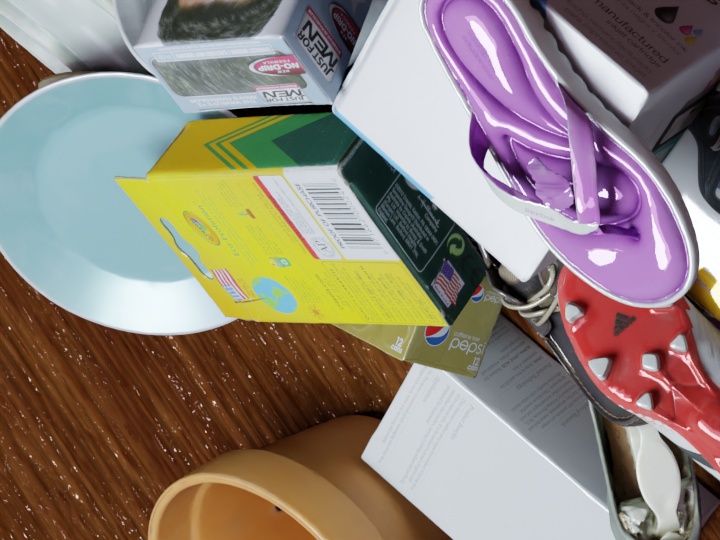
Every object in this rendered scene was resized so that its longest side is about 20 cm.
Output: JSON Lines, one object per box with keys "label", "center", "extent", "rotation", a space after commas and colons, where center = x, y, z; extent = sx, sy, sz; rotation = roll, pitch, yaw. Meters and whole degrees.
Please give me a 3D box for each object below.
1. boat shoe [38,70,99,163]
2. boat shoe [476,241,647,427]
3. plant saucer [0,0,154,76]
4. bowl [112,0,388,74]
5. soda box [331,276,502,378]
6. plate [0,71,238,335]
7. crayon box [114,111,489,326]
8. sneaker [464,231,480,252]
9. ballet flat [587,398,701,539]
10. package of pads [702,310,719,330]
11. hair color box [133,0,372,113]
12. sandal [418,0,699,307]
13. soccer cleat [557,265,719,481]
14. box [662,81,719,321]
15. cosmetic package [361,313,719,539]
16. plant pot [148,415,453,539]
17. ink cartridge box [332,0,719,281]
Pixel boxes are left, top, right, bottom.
{"label": "boat shoe", "center": [-0.126, -0.066, 1.647], "extent": [0.073, 0.200, 0.063], "rotation": [-9, 63, 42]}
{"label": "boat shoe", "center": [0.103, 0.003, 1.457], "extent": [0.074, 0.073, 0.200], "rotation": [-42, 71, 36]}
{"label": "plant saucer", "center": [-0.189, -0.158, 1.655], "extent": [0.200, 0.050, 0.200], "rotation": [39, 175, 4]}
{"label": "bowl", "center": [-0.043, -0.180, 1.552], "extent": [0.201, 0.201, 0.090], "rotation": [10, 163, 35]}
{"label": "soda box", "center": [0.000, 0.000, 1.606], "extent": [0.200, 0.064, 0.068], "rotation": [26, 98, 48]}
{"label": "plate", "center": [-0.135, -0.044, 1.598], "extent": [0.200, 0.026, 0.201], "rotation": [5, 129, 6]}
{"label": "crayon box", "center": [-0.037, -0.029, 1.507], "extent": [0.200, 0.051, 0.127], "rotation": [1, 136, 46]}
{"label": "sneaker", "center": [0.085, -0.070, 1.546], "extent": [0.200, 0.075, 0.115], "rotation": [18, 126, 35]}
{"label": "ballet flat", "center": [0.165, 0.076, 1.530], "extent": [0.067, 0.064, 0.201], "rotation": [-11, 81, 0]}
{"label": "package of pads", "center": [0.272, 0.042, 1.431], "extent": [0.154, 0.068, 0.200], "rotation": [39, 115, 15]}
{"label": "hair color box", "center": [-0.039, -0.184, 1.431], "extent": [0.099, 0.200, 0.061], "rotation": [-2, 145, 32]}
{"label": "sandal", "center": [0.087, -0.060, 1.291], "extent": [0.203, 0.050, 0.082], "rotation": [53, 132, 3]}
{"label": "soccer cleat", "center": [0.183, 0.066, 1.397], "extent": [0.200, 0.085, 0.069], "rotation": [43, 95, 16]}
{"label": "box", "center": [0.237, -0.062, 1.371], "extent": [0.119, 0.041, 0.200], "rotation": [42, 113, 17]}
{"label": "cosmetic package", "center": [0.111, 0.131, 1.632], "extent": [0.200, 0.081, 0.113], "rotation": [41, 132, 13]}
{"label": "plant pot", "center": [-0.021, 0.186, 1.716], "extent": [0.200, 0.140, 0.200], "rotation": [24, 132, 29]}
{"label": "ink cartridge box", "center": [0.118, -0.122, 1.406], "extent": [0.147, 0.200, 0.146], "rotation": [42, 131, 13]}
